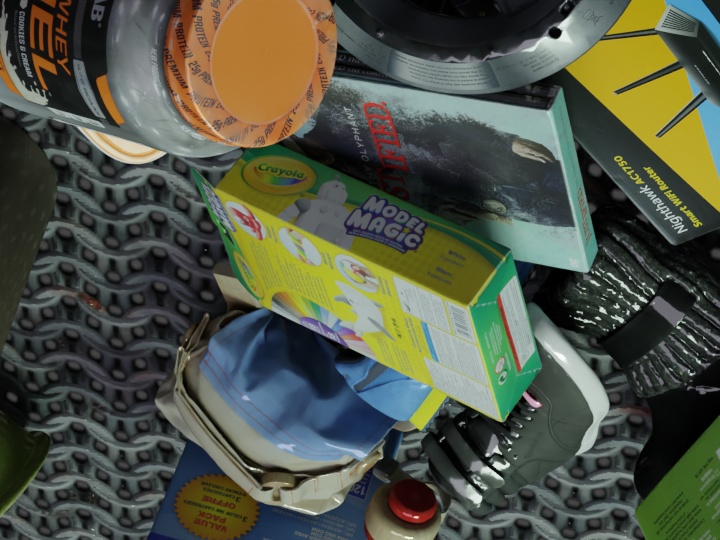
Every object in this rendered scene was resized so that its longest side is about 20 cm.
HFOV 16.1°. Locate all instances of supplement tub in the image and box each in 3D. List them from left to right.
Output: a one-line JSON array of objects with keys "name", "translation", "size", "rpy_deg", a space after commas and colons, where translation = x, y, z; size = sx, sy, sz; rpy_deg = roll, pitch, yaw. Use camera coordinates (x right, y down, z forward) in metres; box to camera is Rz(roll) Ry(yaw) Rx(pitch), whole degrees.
[{"name": "supplement tub", "translation": [-0.111, -0.127, 1.304], "size": [0.200, 0.123, 0.123], "rpy_deg": [16, 146, 46]}]

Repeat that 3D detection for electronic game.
[{"name": "electronic game", "translation": [0.052, -0.188, 1.274], "size": [0.200, 0.042, 0.200], "rpy_deg": [4, 102, 16]}]

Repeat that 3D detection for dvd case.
[{"name": "dvd case", "translation": [0.024, -0.064, 1.384], "size": [0.200, 0.022, 0.146], "rpy_deg": [12, 148, 22]}]

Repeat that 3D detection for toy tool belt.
[{"name": "toy tool belt", "translation": [-0.023, 0.086, 1.565], "size": [0.200, 0.125, 0.123], "rpy_deg": [34, 134, 10]}]

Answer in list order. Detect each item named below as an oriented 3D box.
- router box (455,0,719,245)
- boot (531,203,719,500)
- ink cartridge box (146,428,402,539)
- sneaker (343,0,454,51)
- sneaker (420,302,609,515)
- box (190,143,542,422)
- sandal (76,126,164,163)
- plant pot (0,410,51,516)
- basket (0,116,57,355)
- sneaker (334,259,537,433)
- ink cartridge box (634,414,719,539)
[{"name": "router box", "translation": [0.171, -0.115, 1.349], "size": [0.149, 0.051, 0.200], "rpy_deg": [-24, 123, 37]}, {"name": "boot", "translation": [0.168, 0.056, 1.503], "size": [0.158, 0.079, 0.211], "rpy_deg": [23, 136, -4]}, {"name": "ink cartridge box", "translation": [-0.064, 0.176, 1.618], "size": [0.136, 0.200, 0.076], "rpy_deg": [16, 137, 3]}, {"name": "sneaker", "translation": [-0.003, -0.117, 1.397], "size": [0.115, 0.076, 0.200], "rpy_deg": [-2, 133, 25]}, {"name": "sneaker", "translation": [0.086, 0.089, 1.486], "size": [0.071, 0.099, 0.200], "rpy_deg": [53, 170, 20]}, {"name": "box", "translation": [0.000, 0.000, 1.403], "size": [0.200, 0.048, 0.117], "rpy_deg": [24, 153, 28]}, {"name": "sandal", "translation": [-0.163, -0.129, 1.434], "size": [0.079, 0.059, 0.207], "rpy_deg": [-37, 124, 7]}, {"name": "plant pot", "translation": [-0.341, 0.106, 1.679], "size": [0.200, 0.200, 0.190], "rpy_deg": [-28, 106, 38]}, {"name": "basket", "translation": [-0.264, 0.005, 1.516], "size": [0.136, 0.200, 0.180], "rpy_deg": [15, 138, 3]}, {"name": "sneaker", "translation": [0.053, 0.003, 1.478], "size": [0.078, 0.066, 0.200], "rpy_deg": [33, 117, 0]}, {"name": "ink cartridge box", "translation": [0.283, 0.127, 1.462], "size": [0.200, 0.076, 0.148], "rpy_deg": [4, 139, -32]}]
